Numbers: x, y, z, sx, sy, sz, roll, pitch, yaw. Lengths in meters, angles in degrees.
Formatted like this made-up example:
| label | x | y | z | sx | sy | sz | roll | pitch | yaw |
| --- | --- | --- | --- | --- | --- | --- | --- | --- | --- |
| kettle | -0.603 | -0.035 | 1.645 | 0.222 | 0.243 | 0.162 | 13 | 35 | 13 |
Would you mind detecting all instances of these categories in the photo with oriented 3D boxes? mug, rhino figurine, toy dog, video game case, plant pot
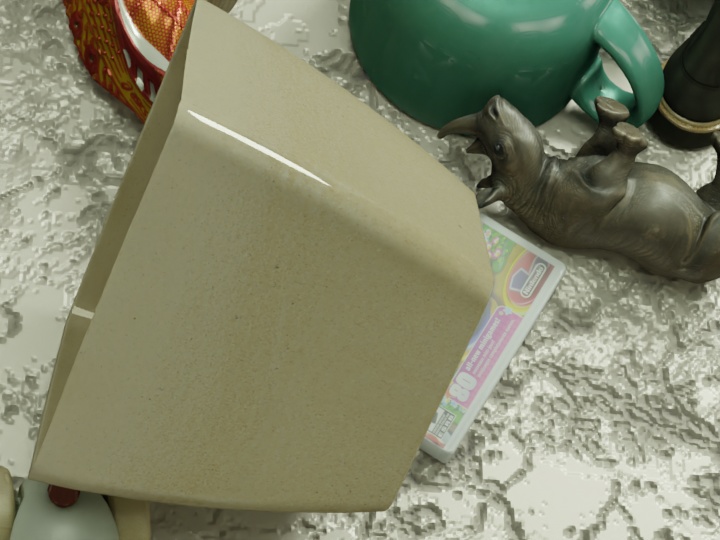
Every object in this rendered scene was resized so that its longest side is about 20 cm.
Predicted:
| label | x | y | z | sx | sy | sz | roll | pitch | yaw |
| --- | --- | --- | --- | --- | --- | --- | --- | --- | --- |
| mug | 0.092 | -0.170 | 1.274 | 0.183 | 0.115 | 0.153 | 4 | 63 | -9 |
| rhino figurine | 0.139 | -0.049 | 1.244 | 0.198 | 0.088 | 0.060 | 16 | 26 | -2 |
| toy dog | -0.141 | 0.172 | 1.062 | 0.131 | 0.096 | 0.201 | -21 | 69 | -20 |
| video game case | 0.000 | 0.000 | 1.224 | 0.199 | 0.018 | 0.144 | 32 | 62 | 5 |
| plant pot | -0.042 | 0.010 | 1.081 | 0.176 | 0.201 | 0.200 | 22 | 19 | -10 |

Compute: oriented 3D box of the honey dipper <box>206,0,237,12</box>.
| label | x | y | z | sx | sy | sz | roll | pitch | yaw |
| --- | --- | --- | --- | --- | --- | --- | --- | --- | --- |
| honey dipper | -0.148 | -0.225 | 1.301 | 0.038 | 0.038 | 0.200 | -34 | 70 | -25 |

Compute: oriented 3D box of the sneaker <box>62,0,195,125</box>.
| label | x | y | z | sx | sy | sz | roll | pitch | yaw |
| --- | --- | --- | --- | --- | --- | --- | --- | --- | --- |
| sneaker | -0.106 | -0.125 | 1.240 | 0.077 | 0.073 | 0.200 | -22 | 65 | -39 |

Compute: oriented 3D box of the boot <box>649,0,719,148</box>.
| label | x | y | z | sx | sy | sz | roll | pitch | yaw |
| --- | --- | --- | --- | --- | --- | --- | --- | --- | --- |
| boot | 0.266 | -0.166 | 1.295 | 0.077 | 0.139 | 0.200 | 41 | 62 | 11 |
